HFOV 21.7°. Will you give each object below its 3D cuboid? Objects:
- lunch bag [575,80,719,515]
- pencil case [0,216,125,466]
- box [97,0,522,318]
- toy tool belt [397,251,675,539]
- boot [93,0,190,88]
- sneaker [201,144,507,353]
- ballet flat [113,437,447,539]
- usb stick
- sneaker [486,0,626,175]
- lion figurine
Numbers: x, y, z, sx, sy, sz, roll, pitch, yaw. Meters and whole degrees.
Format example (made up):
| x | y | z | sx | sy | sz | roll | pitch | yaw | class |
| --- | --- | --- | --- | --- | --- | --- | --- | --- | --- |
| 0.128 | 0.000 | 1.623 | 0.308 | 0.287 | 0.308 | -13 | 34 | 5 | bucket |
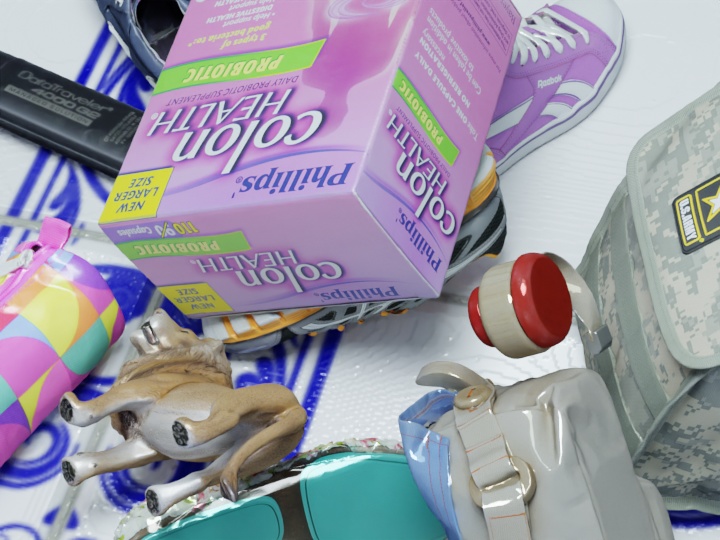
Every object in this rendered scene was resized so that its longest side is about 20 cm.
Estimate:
| x | y | z | sx | sy | sz | roll | pitch | yaw | class |
| --- | --- | --- | --- | --- | --- | --- | --- | --- | --- |
| 0.193 | 0.009 | 0.977 | 0.117 | 0.201 | 0.165 | 7 | 49 | -15 | lunch bag |
| -0.220 | 0.065 | 1.057 | 0.088 | 0.089 | 0.200 | 24 | 58 | 23 | pencil case |
| -0.025 | -0.086 | 1.057 | 0.175 | 0.097 | 0.201 | -5 | 53 | 34 | box |
| 0.066 | 0.100 | 0.929 | 0.122 | 0.201 | 0.125 | -16 | 6 | 33 | toy tool belt |
| -0.135 | -0.180 | 1.217 | 0.072 | 0.090 | 0.201 | -33 | 67 | -4 | boot |
| 0.000 | 0.000 | 1.100 | 0.199 | 0.077 | 0.079 | -27 | 46 | 7 | sneaker |
| -0.038 | 0.125 | 1.005 | 0.198 | 0.076 | 0.064 | -9 | 17 | -9 | ballet flat |
| -0.201 | -0.104 | 1.227 | 0.199 | 0.033 | 0.056 | 23 | 49 | 23 | usb stick |
| 0.101 | -0.136 | 1.173 | 0.072 | 0.115 | 0.200 | 29 | 57 | 28 | sneaker |
| -0.081 | 0.079 | 0.995 | 0.122 | 0.073 | 0.199 | -15 | 21 | -36 | lion figurine |
